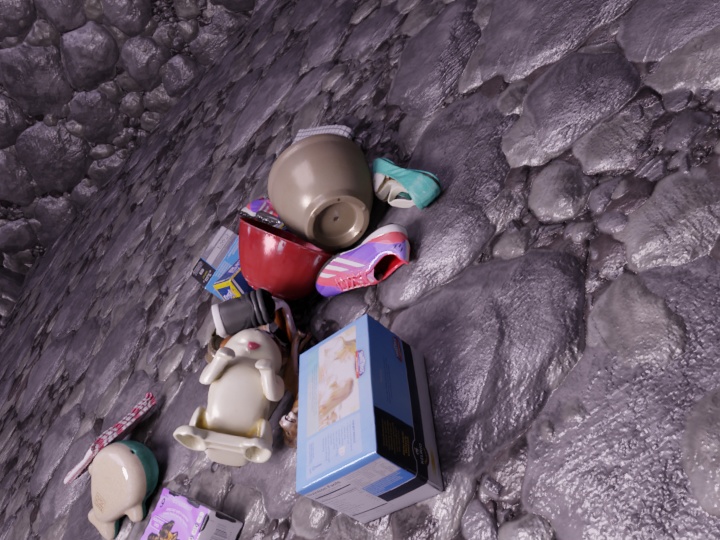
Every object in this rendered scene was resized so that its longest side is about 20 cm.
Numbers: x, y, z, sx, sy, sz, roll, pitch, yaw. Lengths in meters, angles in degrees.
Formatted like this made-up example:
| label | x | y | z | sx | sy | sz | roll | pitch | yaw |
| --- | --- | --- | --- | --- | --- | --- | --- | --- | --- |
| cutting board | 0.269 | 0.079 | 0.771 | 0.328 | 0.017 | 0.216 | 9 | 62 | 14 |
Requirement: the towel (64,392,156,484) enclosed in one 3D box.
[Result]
| label | x | y | z | sx | sy | sz | roll | pitch | yaw |
| --- | --- | --- | --- | --- | --- | --- | --- | --- | --- |
| towel | -0.523 | 0.350 | 1.252 | 0.146 | 0.030 | 0.200 | -46 | 0 | 30 |

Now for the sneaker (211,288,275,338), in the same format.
| label | x | y | z | sx | sy | sz | roll | pitch | yaw |
| --- | --- | --- | --- | --- | --- | --- | --- | --- | --- |
| sneaker | -0.192 | 0.076 | 1.031 | 0.097 | 0.072 | 0.200 | -14 | -3 | -7 |

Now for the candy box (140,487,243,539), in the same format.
| label | x | y | z | sx | sy | sz | roll | pitch | yaw |
| --- | --- | --- | --- | --- | --- | --- | --- | --- | --- |
| candy box | -0.290 | 0.464 | 0.929 | 0.166 | 0.071 | 0.203 | -6 | 55 | 48 |

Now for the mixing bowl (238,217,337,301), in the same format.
| label | x | y | z | sx | sy | sz | roll | pitch | yaw |
| --- | --- | --- | --- | --- | --- | --- | --- | --- | --- |
| mixing bowl | -0.145 | -0.012 | 1.098 | 0.199 | 0.198 | 0.110 | 27 | 98 | 56 |

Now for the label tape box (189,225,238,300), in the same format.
| label | x | y | z | sx | sy | sz | roll | pitch | yaw |
| --- | --- | --- | --- | --- | --- | --- | --- | --- | --- |
| label tape box | -0.309 | -0.014 | 1.392 | 0.146 | 0.063 | 0.199 | -57 | 33 | -5 |

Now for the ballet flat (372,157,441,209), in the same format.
| label | x | y | z | sx | sy | sz | roll | pitch | yaw |
| --- | --- | --- | --- | --- | --- | --- | --- | --- | --- |
| ballet flat | 0.062 | -0.152 | 1.057 | 0.071 | 0.067 | 0.199 | -47 | 34 | -8 |

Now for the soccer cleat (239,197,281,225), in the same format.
| label | x | y | z | sx | sy | sz | roll | pitch | yaw |
| --- | --- | --- | --- | --- | --- | --- | --- | --- | --- |
| soccer cleat | -0.205 | -0.129 | 1.361 | 0.073 | 0.069 | 0.199 | -47 | 32 | -17 |

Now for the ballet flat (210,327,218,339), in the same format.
| label | x | y | z | sx | sy | sz | roll | pitch | yaw |
| --- | --- | --- | --- | --- | --- | --- | --- | --- | --- |
| ballet flat | -0.245 | 0.072 | 1.236 | 0.070 | 0.070 | 0.202 | 9 | 67 | 53 |

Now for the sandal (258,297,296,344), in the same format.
| label | x | y | z | sx | sy | sz | roll | pitch | yaw |
| --- | --- | --- | --- | --- | --- | --- | --- | --- | --- |
| sandal | -0.166 | 0.089 | 1.106 | 0.058 | 0.081 | 0.206 | -18 | 20 | -17 |

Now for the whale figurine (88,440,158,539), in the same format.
| label | x | y | z | sx | sy | sz | roll | pitch | yaw |
| --- | --- | --- | --- | --- | --- | --- | --- | --- | --- |
| whale figurine | -0.464 | 0.424 | 1.168 | 0.158 | 0.103 | 0.202 | 33 | 110 | 21 |

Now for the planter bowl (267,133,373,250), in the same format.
| label | x | y | z | sx | sy | sz | roll | pitch | yaw |
| --- | --- | --- | --- | --- | --- | --- | --- | --- | --- |
| planter bowl | -0.059 | -0.123 | 1.079 | 0.200 | 0.199 | 0.136 | -41 | 44 | 17 |

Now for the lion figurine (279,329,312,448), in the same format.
| label | x | y | z | sx | sy | sz | roll | pitch | yaw |
| --- | --- | --- | --- | --- | --- | --- | --- | --- | --- |
| lion figurine | -0.090 | 0.186 | 0.954 | 0.124 | 0.072 | 0.200 | -62 | 18 | 10 |

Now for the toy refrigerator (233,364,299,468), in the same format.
| label | x | y | z | sx | sy | sz | roll | pitch | yaw |
| --- | --- | --- | --- | --- | --- | --- | --- | --- | --- |
| toy refrigerator | -0.192 | 0.227 | 1.031 | 0.075 | 0.070 | 0.202 | 22 | 78 | 48 |

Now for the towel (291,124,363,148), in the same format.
| label | x | y | z | sx | sy | sz | roll | pitch | yaw |
| --- | --- | --- | --- | --- | --- | --- | --- | --- | --- |
| towel | -0.094 | -0.222 | 1.304 | 0.198 | 0.085 | 0.168 | 9 | 68 | 51 |

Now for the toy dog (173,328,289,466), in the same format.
| label | x | y | z | sx | sy | sz | roll | pitch | yaw |
| --- | --- | --- | --- | --- | --- | --- | --- | --- | --- |
| toy dog | -0.172 | 0.183 | 0.912 | 0.137 | 0.195 | 0.203 | 6 | 59 | 7 |

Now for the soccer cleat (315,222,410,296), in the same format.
| label | x | y | z | sx | sy | sz | roll | pitch | yaw |
| --- | --- | --- | --- | --- | --- | --- | --- | --- | --- |
| soccer cleat | 0.000 | 0.000 | 1.005 | 0.199 | 0.068 | 0.074 | -33 | 47 | 26 |

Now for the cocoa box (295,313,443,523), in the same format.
| label | x | y | z | sx | sy | sz | roll | pitch | yaw |
| --- | --- | --- | --- | --- | --- | --- | --- | --- | --- |
| cocoa box | 0.006 | 0.187 | 0.764 | 0.132 | 0.131 | 0.202 | -33 | 38 | 26 |

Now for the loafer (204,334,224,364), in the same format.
| label | x | y | z | sx | sy | sz | roll | pitch | yaw |
| --- | --- | --- | --- | --- | --- | --- | --- | --- | --- |
| loafer | -0.238 | 0.156 | 1.106 | 0.200 | 0.075 | 0.069 | -34 | -39 | -86 |

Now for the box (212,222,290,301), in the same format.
| label | x | y | z | sx | sy | sz | roll | pitch | yaw |
| --- | --- | --- | --- | --- | --- | --- | --- | --- | --- |
| box | -0.202 | -0.014 | 1.203 | 0.069 | 0.065 | 0.201 | -14 | 30 | 45 |
